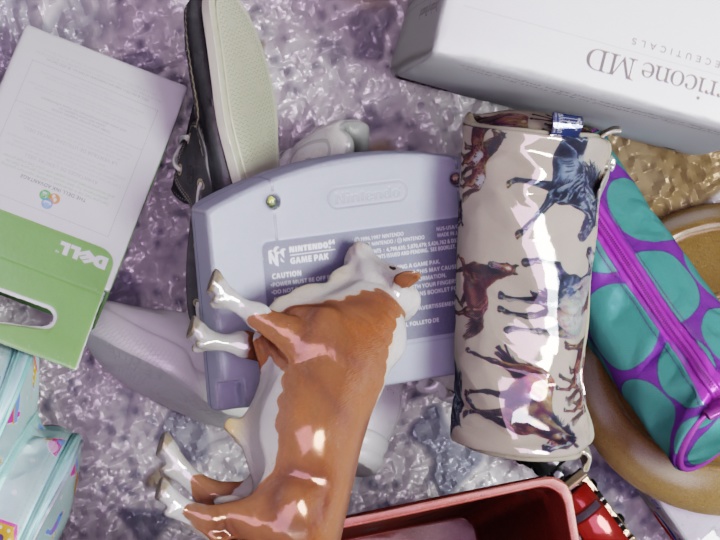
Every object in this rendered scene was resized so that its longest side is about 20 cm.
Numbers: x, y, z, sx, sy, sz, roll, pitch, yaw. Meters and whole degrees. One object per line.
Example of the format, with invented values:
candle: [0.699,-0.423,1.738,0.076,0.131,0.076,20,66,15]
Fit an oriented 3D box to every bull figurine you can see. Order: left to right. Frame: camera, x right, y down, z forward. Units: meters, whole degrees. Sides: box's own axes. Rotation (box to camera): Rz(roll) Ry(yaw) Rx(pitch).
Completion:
bull figurine: [-0.038,0.067,1.424,0.121,0.065,0.201,16,71,-11]

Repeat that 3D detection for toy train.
toy train: [0.144,0.154,1.609,0.034,0.046,0.200,-36,94,-4]

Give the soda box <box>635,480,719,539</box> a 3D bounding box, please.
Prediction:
soda box: [0.266,0.098,1.611,0.200,0.063,0.068,-36,93,-4]

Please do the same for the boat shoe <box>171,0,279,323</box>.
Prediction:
boat shoe: [-0.083,-0.064,1.529,0.067,0.072,0.201,-7,91,24]

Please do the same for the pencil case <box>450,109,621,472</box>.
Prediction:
pencil case: [0.097,0.011,1.486,0.089,0.078,0.201,3,92,12]

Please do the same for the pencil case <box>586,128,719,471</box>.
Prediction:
pencil case: [0.162,0.016,1.539,0.085,0.092,0.200,-33,67,-4]

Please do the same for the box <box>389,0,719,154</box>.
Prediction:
box: [0.136,-0.154,1.524,0.198,0.200,0.131,14,89,-6]

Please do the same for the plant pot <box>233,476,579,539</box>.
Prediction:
plant pot: [0.026,0.225,1.534,0.199,0.176,0.201,-11,93,-5]

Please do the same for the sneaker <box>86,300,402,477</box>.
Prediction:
sneaker: [-0.069,0.049,1.583,0.199,0.075,0.089,23,73,-8]

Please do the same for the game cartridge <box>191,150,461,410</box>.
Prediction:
game cartridge: [0.000,0.000,1.503,0.199,0.041,0.134,-7,101,-26]

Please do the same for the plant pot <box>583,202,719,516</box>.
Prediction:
plant pot: [0.221,0.047,1.579,0.199,0.028,0.201,-4,69,9]

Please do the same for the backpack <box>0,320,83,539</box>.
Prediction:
backpack: [-0.239,0.119,1.503,0.153,0.176,0.201,14,91,-2]

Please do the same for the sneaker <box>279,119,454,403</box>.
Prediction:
sneaker: [0.026,-0.003,1.568,0.081,0.075,0.200,-39,98,30]

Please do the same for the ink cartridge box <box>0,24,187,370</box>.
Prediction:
ink cartridge box: [-0.182,-0.033,1.524,0.103,0.059,0.201,21,61,-5]
